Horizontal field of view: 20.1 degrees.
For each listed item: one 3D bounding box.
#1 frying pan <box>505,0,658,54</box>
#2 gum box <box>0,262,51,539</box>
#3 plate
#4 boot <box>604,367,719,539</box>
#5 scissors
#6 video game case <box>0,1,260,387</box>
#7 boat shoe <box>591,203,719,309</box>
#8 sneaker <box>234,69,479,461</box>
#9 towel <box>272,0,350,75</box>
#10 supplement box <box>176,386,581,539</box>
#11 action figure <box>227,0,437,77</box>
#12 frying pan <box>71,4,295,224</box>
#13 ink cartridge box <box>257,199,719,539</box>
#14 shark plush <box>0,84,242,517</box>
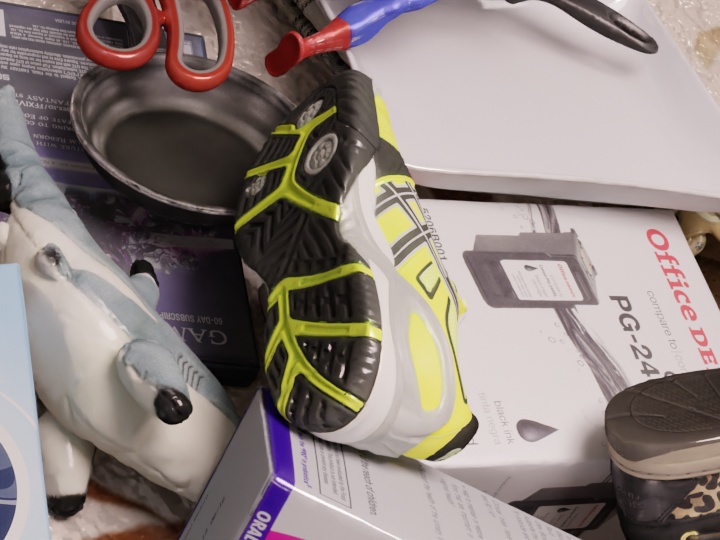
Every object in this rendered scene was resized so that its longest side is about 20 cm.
[{"bbox_3d":[0.060,-0.170,1.046,0.189,0.031,0.115,18,42,-19],"label":"frying pan"},{"bbox_3d":[-0.197,0.094,0.725,0.169,0.045,0.201,-3,55,-13],"label":"gum box"},{"bbox_3d":[0.079,-0.088,0.998,0.199,0.032,0.200,5,35,-21],"label":"plate"},{"bbox_3d":[0.201,0.115,0.863,0.199,0.151,0.073,-5,26,-7],"label":"boot"},{"bbox_3d":[-0.101,-0.163,0.959,0.073,0.014,0.201,3,52,-15],"label":"scissors"},{"bbox_3d":[-0.127,-0.040,0.926,0.142,0.019,0.201,7,52,-25],"label":"video game case"},{"bbox_3d":[0.178,0.005,1.028,0.200,0.073,0.063,47,43,11],"label":"boat shoe"},{"bbox_3d":[0.000,0.000,0.831,0.076,0.075,0.200,33,36,-32],"label":"sneaker"},{"bbox_3d":[0.032,-0.162,1.108,0.192,0.035,0.200,-26,69,-41],"label":"towel"},{"bbox_3d":[0.029,0.143,0.779,0.200,0.101,0.103,26,12,-12],"label":"supplement box"},{"bbox_3d":[0.045,-0.158,0.948,0.200,0.099,0.065,-23,78,-33],"label":"action figure"},{"bbox_3d":[-0.100,-0.081,0.931,0.115,0.031,0.190,-22,54,-43],"label":"frying pan"},{"bbox_3d":[0.072,0.046,0.923,0.199,0.083,0.146,0,53,-29],"label":"ink cartridge box"},{"bbox_3d":[-0.115,0.018,0.851,0.083,0.091,0.200,-13,56,-50],"label":"shark plush"}]
